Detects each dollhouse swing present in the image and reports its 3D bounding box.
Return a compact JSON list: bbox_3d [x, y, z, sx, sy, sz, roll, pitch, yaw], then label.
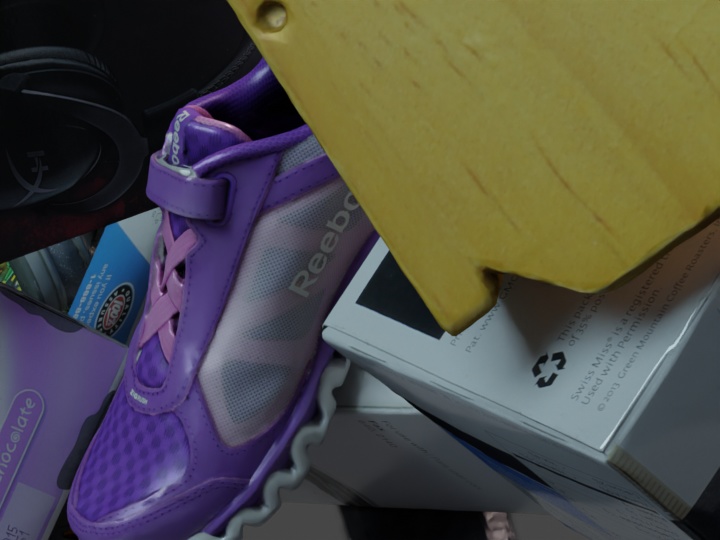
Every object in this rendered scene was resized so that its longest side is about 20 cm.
[{"bbox_3d":[0.085,-0.107,0.684,0.200,0.176,0.182,-36,80,18],"label":"dollhouse swing"}]

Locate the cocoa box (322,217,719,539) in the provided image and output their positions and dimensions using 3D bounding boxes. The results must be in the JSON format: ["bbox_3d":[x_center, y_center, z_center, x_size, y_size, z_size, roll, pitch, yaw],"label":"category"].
[{"bbox_3d":[0.115,-0.016,0.714,0.133,0.131,0.200,23,77,53],"label":"cocoa box"}]

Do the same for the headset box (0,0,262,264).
[{"bbox_3d":[-0.095,-0.094,0.797,0.199,0.149,0.077,-20,29,-20],"label":"headset box"}]

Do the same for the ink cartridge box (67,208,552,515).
[{"bbox_3d":[0.000,0.000,0.864,0.199,0.086,0.147,-1,59,46],"label":"ink cartridge box"}]

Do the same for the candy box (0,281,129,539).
[{"bbox_3d":[-0.175,0.075,0.887,0.200,0.071,0.168,16,80,63],"label":"candy box"}]

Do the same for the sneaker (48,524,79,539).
[{"bbox_3d":[-0.098,0.126,0.873,0.200,0.078,0.077,7,60,51],"label":"sneaker"}]

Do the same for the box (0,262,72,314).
[{"bbox_3d":[-0.118,-0.018,1.048,0.200,0.038,0.137,22,76,53],"label":"box"}]

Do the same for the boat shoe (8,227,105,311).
[{"bbox_3d":[-0.121,-0.058,0.995,0.065,0.075,0.202,-20,33,2],"label":"boat shoe"}]

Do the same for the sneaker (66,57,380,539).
[{"bbox_3d":[-0.036,-0.005,0.764,0.201,0.088,0.080,-56,38,-1],"label":"sneaker"}]
